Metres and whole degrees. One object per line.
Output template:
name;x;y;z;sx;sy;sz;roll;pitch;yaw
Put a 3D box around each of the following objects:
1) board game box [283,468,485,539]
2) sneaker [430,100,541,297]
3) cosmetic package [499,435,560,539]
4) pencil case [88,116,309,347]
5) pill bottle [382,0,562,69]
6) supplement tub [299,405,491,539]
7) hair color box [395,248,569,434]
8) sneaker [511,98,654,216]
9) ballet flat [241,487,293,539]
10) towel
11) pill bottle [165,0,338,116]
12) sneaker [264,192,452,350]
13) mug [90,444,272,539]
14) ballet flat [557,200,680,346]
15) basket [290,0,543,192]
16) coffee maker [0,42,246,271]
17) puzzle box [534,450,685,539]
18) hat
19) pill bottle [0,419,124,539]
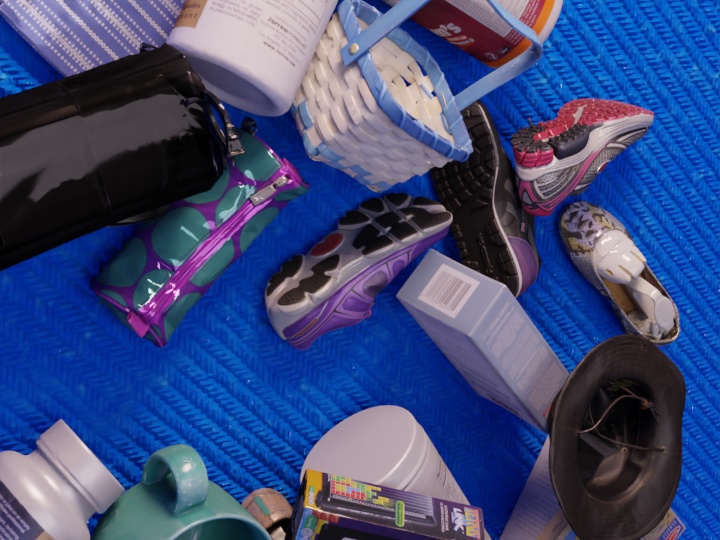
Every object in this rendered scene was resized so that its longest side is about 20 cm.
board game box;0.005;0.286;1.185;0.163;0.057;0.202;13;119;-8
sneaker;0.127;-0.073;1.294;0.087;0.075;0.202;-27;108;-52
cosmetic package;0.225;0.250;1.388;0.071;0.101;0.202;28;88;-31
pencil case;-0.137;-0.030;1.130;0.200;0.092;0.085;-49;119;-11
pill bottle;0.079;-0.270;1.187;0.199;0.109;0.111;25;89;-31
supplement tub;0.042;0.245;1.268;0.132;0.132;0.201;-40;117;-16
hair color box;0.124;0.070;1.262;0.061;0.099;0.200;-52;137;-11
sneaker;0.216;-0.119;1.306;0.199;0.080;0.076;-26;122;-38
ballet flat;-0.052;0.295;1.262;0.068;0.067;0.201;-40;117;-13
towel;-0.191;-0.244;1.097;0.201;0.024;0.145;-51;122;-8
pill bottle;-0.071;-0.240;1.084;0.114;0.114;0.202;30;78;-31
sneaker;0.000;0.000;1.237;0.199;0.081;0.084;-33;132;-12
mug;-0.156;0.242;1.155;0.151;0.114;0.187;25;93;-41
ballet flat;0.281;0.006;1.385;0.072;0.072;0.201;-46;118;-13
basket;0.043;-0.168;1.128;0.199;0.140;0.176;-28;153;21
coffee maker;-0.217;-0.093;1.004;0.198;0.192;0.136;-24;92;-20
puzzle box;0.231;0.293;1.328;0.200;0.025;0.133;-48;120;-12
hat;0.226;0.158;1.267;0.199;0.081;0.203;-4;97;-37
pill bottle;-0.294;0.221;1.085;0.200;0.111;0.111;-43;118;-14
